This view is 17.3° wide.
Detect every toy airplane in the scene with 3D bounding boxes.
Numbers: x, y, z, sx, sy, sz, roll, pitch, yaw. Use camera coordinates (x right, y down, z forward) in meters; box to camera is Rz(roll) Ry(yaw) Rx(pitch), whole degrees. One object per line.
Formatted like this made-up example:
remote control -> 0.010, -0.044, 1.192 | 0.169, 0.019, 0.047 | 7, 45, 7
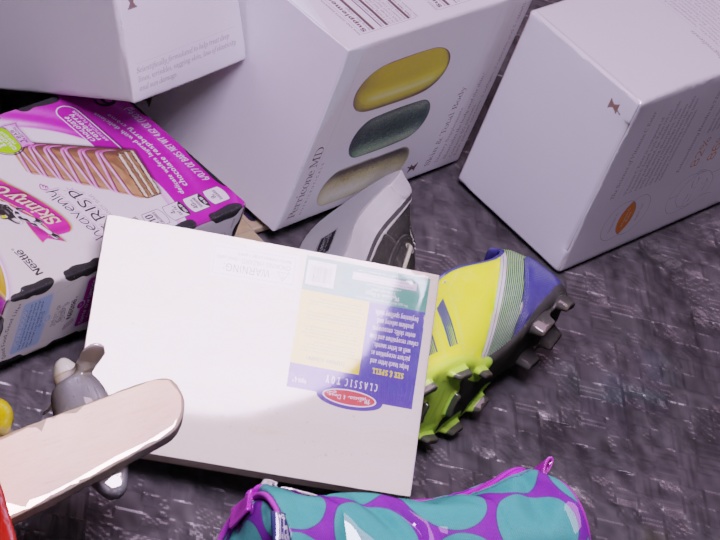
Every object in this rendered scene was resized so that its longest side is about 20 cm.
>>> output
toy airplane -> -0.210, 0.109, 1.205 | 0.199, 0.141, 0.200 | 25, 74, -12

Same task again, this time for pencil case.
pencil case -> 0.025, 0.154, 1.291 | 0.199, 0.085, 0.093 | 0, 70, -29

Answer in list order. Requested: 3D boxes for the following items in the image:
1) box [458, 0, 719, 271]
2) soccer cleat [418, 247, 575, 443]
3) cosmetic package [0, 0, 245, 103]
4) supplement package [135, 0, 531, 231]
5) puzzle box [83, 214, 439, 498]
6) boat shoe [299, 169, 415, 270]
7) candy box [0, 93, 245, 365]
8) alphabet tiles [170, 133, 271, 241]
box -> 0.190, -0.112, 1.648 | 0.199, 0.153, 0.106 | -21, 55, -43
soccer cleat -> 0.053, 0.044, 1.458 | 0.084, 0.065, 0.200 | 36, 40, 19
cosmetic package -> -0.183, -0.164, 1.505 | 0.199, 0.082, 0.113 | 11, 26, 39
supplement package -> -0.019, -0.150, 1.582 | 0.151, 0.152, 0.199 | 41, 38, 23
puzzle box -> -0.059, 0.051, 1.349 | 0.198, 0.025, 0.134 | 11, 75, -7
boat shoe -> 0.000, 0.000, 1.494 | 0.064, 0.070, 0.200 | 54, 26, -13
candy box -> -0.187, -0.032, 1.420 | 0.136, 0.061, 0.199 | 41, 41, 22
alphabet tiles -> -0.148, -0.040, 1.507 | 0.199, 0.006, 0.166 | -19, 54, -42
